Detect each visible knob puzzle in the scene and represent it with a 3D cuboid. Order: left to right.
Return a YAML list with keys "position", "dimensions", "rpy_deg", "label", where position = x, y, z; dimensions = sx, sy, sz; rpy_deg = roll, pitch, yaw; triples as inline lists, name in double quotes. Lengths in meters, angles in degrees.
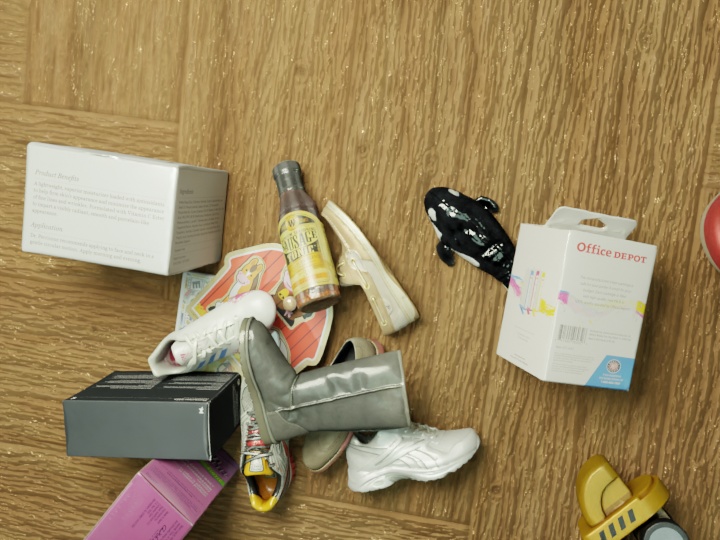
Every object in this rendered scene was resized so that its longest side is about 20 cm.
- position: [-0.123, 0.053, 0.927]
  dimensions: [0.213, 0.030, 0.227]
  rpy_deg: [0, 94, 7]
  label: "knob puzzle"

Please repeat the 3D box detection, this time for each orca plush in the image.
- position: [0.157, -0.029, 0.889]
  dimensions: [0.103, 0.071, 0.204]
  rpy_deg: [-28, 91, 8]
  label: "orca plush"

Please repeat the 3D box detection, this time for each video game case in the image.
- position: [-0.185, 0.116, 0.965]
  dimensions: [0.176, 0.023, 0.206]
  rpy_deg: [10, 95, 6]
  label: "video game case"

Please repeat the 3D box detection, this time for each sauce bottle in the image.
- position: [-0.079, -0.048, 0.893]
  dimensions: [0.064, 0.066, 0.205]
  rpy_deg: [-20, 72, 8]
  label: "sauce bottle"

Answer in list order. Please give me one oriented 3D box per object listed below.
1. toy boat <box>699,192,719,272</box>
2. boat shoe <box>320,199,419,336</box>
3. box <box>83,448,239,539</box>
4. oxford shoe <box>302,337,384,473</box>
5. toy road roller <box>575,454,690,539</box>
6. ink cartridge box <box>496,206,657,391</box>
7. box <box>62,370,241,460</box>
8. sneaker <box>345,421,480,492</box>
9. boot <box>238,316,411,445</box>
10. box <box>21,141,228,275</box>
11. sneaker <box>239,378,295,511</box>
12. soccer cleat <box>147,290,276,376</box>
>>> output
- position: [0.522, -0.068, 0.812]
  dimensions: [0.199, 0.131, 0.131]
  rpy_deg: [-42, 88, 8]
  label: "toy boat"
- position: [0.000, 0.000, 0.909]
  dimensions: [0.069, 0.074, 0.202]
  rpy_deg: [-36, 90, 2]
  label: "boat shoe"
- position: [-0.276, 0.331, 0.903]
  dimensions: [0.096, 0.200, 0.177]
  rpy_deg: [41, 97, 1]
  label: "box"
- position: [-0.040, 0.181, 0.917]
  dimensions: [0.070, 0.074, 0.205]
  rpy_deg: [24, 91, 38]
  label: "oxford shoe"
- position: [0.317, 0.340, 0.878]
  dimensions: [0.199, 0.123, 0.147]
  rpy_deg: [-39, 75, 7]
  label: "toy road roller"
- position: [0.269, 0.029, 0.837]
  dimensions: [0.125, 0.125, 0.206]
  rpy_deg: [9, 95, -16]
  label: "ink cartridge box"
- position: [-0.273, 0.191, 0.901]
  dimensions: [0.194, 0.141, 0.082]
  rpy_deg: [0, 95, 7]
  label: "box"
- position: [0.065, 0.237, 0.919]
  dimensions: [0.194, 0.078, 0.102]
  rpy_deg: [-16, 89, 7]
  label: "sneaker"
- position: [-0.042, 0.129, 0.838]
  dimensions: [0.194, 0.073, 0.187]
  rpy_deg: [-11, 107, 12]
  label: "boot"
- position: [-0.298, -0.083, 0.876]
  dimensions: [0.193, 0.200, 0.135]
  rpy_deg: [9, 97, 6]
  label: "box"
- position: [-0.128, 0.236, 0.916]
  dimensions: [0.075, 0.082, 0.206]
  rpy_deg: [-3, 108, 10]
  label: "sneaker"
- position: [-0.198, 0.093, 0.887]
  dimensions: [0.197, 0.086, 0.071]
  rpy_deg: [-29, 91, 23]
  label: "soccer cleat"
